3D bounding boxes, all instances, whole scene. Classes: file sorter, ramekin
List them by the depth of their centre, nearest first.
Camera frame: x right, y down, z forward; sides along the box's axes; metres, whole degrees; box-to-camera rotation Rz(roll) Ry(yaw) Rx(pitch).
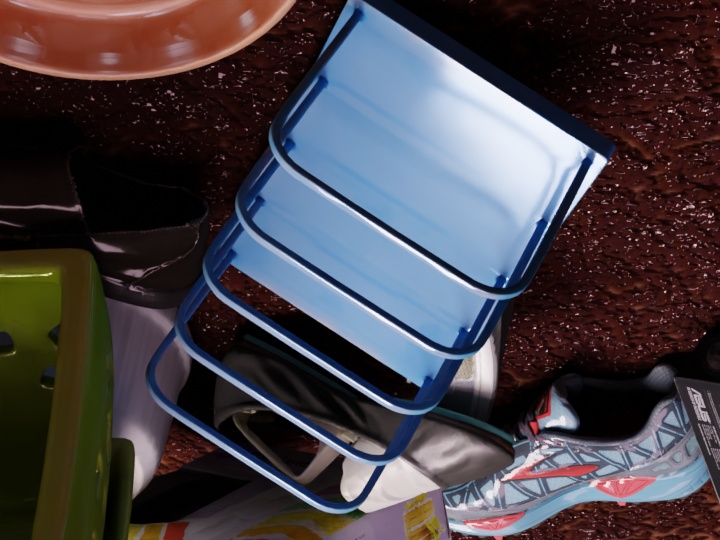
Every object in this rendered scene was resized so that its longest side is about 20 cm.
[{"bbox_3d":[0.000,0.000,0.840,0.138,0.123,0.200,32,136,0],"label":"file sorter"},{"bbox_3d":[-0.201,0.075,1.042,0.201,0.095,0.203,1,147,1],"label":"ramekin"}]

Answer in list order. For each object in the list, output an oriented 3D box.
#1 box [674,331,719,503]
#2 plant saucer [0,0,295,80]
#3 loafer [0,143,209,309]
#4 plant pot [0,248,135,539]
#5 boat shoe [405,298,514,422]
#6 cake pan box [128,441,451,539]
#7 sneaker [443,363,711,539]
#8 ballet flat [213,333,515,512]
[{"bbox_3d":[0.287,0.133,1.049,0.160,0.044,0.201,6,132,43],"label":"box"},{"bbox_3d":[-0.116,-0.154,0.747,0.199,0.032,0.201,1,147,1],"label":"plant saucer"},{"bbox_3d":[-0.164,-0.040,0.899,0.199,0.073,0.071,11,136,-24],"label":"loafer"},{"bbox_3d":[-0.213,0.125,0.873,0.199,0.200,0.182,-4,141,5],"label":"plant pot"},{"bbox_3d":[0.048,0.014,0.969,0.064,0.075,0.202,7,145,11],"label":"boat shoe"},{"bbox_3d":[-0.077,0.164,1.068,0.184,0.053,0.199,-20,-164,-41],"label":"cake pan box"},{"bbox_3d":[0.118,0.100,1.111,0.199,0.080,0.096,-14,132,9],"label":"sneaker"},{"bbox_3d":[-0.004,0.097,1.020,0.199,0.069,0.068,17,166,35],"label":"ballet flat"}]
